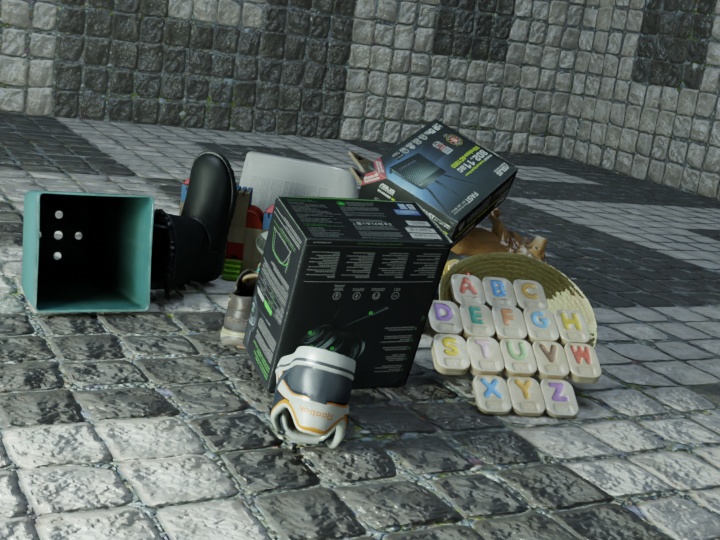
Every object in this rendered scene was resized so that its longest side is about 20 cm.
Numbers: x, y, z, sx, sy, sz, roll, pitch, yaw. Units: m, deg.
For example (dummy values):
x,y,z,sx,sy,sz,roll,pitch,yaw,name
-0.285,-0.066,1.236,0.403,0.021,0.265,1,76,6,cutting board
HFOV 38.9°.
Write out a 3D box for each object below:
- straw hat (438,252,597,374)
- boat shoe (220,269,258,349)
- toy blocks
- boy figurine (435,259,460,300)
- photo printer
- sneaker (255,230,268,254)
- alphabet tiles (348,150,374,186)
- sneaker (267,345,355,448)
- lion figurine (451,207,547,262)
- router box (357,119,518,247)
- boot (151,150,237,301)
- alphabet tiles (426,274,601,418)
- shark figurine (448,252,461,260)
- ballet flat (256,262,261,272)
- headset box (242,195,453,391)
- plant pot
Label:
x,y,z,sx,sy,sz,roll,pitch,yaw,name
0.179,0.073,1.237,0.199,0.086,0.202,9,45,-10,straw hat
-0.121,0.039,1.257,0.074,0.074,0.200,8,13,1,boat shoe
-0.193,-0.065,1.519,0.197,0.138,0.100,8,13,-1,toy blocks
0.093,0.017,1.419,0.124,0.065,0.200,-33,11,19,boy figurine
-0.105,-0.098,1.659,0.198,0.168,0.069,10,-7,13,photo printer
-0.084,-0.051,1.483,0.079,0.075,0.200,31,21,12,sneaker
0.056,-0.107,1.512,0.166,0.008,0.201,21,25,-40,alphabet tiles
-0.048,0.123,0.961,0.077,0.080,0.200,13,-12,-1,sneaker
0.169,-0.043,1.463,0.198,0.073,0.123,6,37,-19,lion figurine
0.111,-0.121,1.425,0.149,0.063,0.200,33,41,15,router box
-0.238,-0.064,1.378,0.073,0.201,0.162,9,6,19,boot
0.173,0.080,1.157,0.197,0.015,0.197,5,46,-13,alphabet tiles
0.099,0.007,1.581,0.214,0.128,0.090,19,25,-50,shark figurine
-0.050,0.027,1.353,0.199,0.072,0.070,22,19,34,ballet flat
-0.019,0.032,1.092,0.172,0.202,0.093,0,31,-27,headset box
-0.365,-0.034,1.300,0.140,0.143,0.199,0,8,-30,plant pot
